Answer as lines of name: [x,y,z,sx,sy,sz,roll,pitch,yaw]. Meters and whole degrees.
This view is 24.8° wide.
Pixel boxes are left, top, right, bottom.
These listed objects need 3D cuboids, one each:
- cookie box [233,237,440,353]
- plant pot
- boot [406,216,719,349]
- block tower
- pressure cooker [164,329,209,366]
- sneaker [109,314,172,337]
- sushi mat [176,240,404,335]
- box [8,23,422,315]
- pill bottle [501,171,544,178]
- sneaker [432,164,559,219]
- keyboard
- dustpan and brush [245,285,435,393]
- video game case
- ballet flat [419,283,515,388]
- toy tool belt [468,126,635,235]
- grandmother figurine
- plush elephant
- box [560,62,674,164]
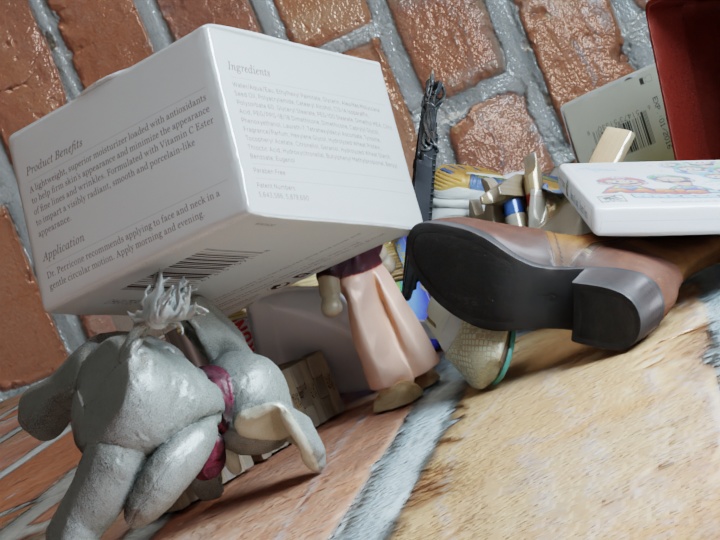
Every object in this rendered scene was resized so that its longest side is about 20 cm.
cookie box: [-0.035,0.019,1.434,0.198,0.173,0.075,-23,1,-7]
plant pot: [0.371,-0.158,1.364,0.174,0.203,0.200,-13,2,-13]
boot: [0.152,-0.022,1.149,0.186,0.069,0.200,9,24,29]
block tower: [-0.100,0.124,1.248,0.057,0.055,0.199,-18,6,45]
pressure cooker: [-0.112,0.026,1.552,0.177,0.202,0.176,-24,0,-9]
sneaker: [-0.107,-0.009,1.304,0.198,0.076,0.088,-26,-2,-3]
sushi mat: [-0.067,-0.005,1.362,0.198,0.096,0.012,-13,-37,-4]
box: [-0.099,-0.060,1.126,0.198,0.132,0.199,-23,-14,34]
pill bottle: [0.119,-0.026,1.547,0.112,0.114,0.200,-25,4,-21]
sneaker: [0.145,-0.037,1.423,0.198,0.089,0.075,6,13,-19]
keyboard: [0.053,-0.080,1.340,0.020,0.128,0.201,7,38,0]
dustpan and brush: [0.016,0.055,1.327,0.197,0.058,0.140,9,-33,10]
video game case: [0.249,-0.054,1.156,0.197,0.024,0.182,-2,13,0]
ballet flat: [0.072,0.028,1.191,0.062,0.068,0.200,20,17,-6]
toy tool belt: [0.146,-0.033,1.321,0.124,0.124,0.199,12,-23,-43]
grandmother figurine: [0.000,0.000,1.239,0.060,0.202,0.121,-21,5,16]
plush elephant: [-0.116,0.099,1.099,0.154,0.165,0.201,21,-66,-36]
box: [0.321,-0.145,1.717,0.127,0.110,0.199,-22,-9,36]
